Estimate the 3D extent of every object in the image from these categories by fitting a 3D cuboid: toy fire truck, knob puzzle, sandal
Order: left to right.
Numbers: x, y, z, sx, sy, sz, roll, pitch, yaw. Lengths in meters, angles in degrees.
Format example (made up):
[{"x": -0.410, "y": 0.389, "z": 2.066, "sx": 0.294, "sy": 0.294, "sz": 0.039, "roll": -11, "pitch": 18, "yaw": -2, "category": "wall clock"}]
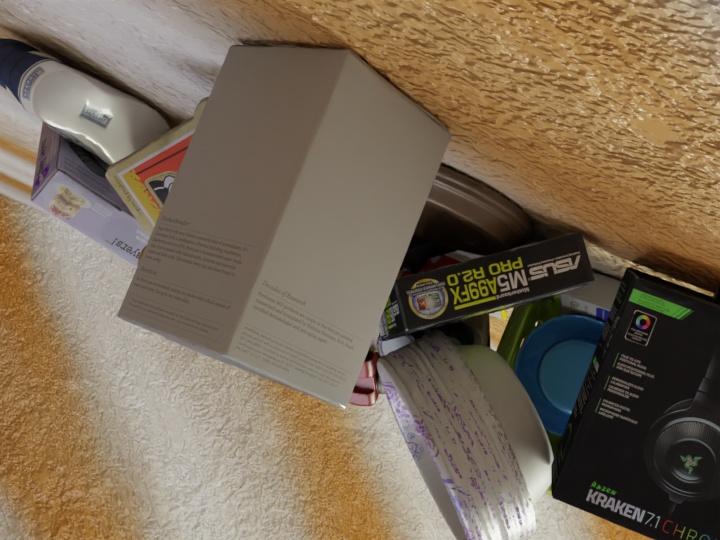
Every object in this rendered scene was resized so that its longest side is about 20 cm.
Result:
[{"x": -0.071, "y": -0.046, "z": 0.824, "sx": 0.218, "sy": 0.220, "sz": 0.031, "roll": 23, "pitch": -153, "yaw": -10, "category": "knob puzzle"}, {"x": -0.001, "y": 0.000, "z": 1.009, "sx": 0.199, "sy": 0.043, "sz": 0.076, "roll": -18, "pitch": -157, "yaw": -10, "category": "sandal"}, {"x": 0.053, "y": 0.106, "z": 1.127, "sx": 0.175, "sy": 0.129, "sz": 0.201, "roll": 1, "pitch": 123, "yaw": 14, "category": "toy fire truck"}]

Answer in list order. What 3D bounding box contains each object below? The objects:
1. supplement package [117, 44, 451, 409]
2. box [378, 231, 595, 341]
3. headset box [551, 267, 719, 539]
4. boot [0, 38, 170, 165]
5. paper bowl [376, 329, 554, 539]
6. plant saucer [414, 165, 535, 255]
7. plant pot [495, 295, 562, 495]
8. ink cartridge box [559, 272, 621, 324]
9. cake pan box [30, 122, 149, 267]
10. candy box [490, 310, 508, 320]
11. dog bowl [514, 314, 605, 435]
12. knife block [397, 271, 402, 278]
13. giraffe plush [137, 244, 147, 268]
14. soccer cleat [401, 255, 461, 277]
[{"x": -0.047, "y": -0.032, "z": 0.698, "sx": 0.121, "sy": 0.201, "sz": 0.120, "roll": 14, "pitch": 169, "yaw": 44, "category": "supplement package"}, {"x": 0.098, "y": 0.018, "z": 0.922, "sx": 0.159, "sy": 0.045, "sz": 0.200, "roll": -14, "pitch": 175, "yaw": -6, "category": "box"}, {"x": 0.266, "y": 0.109, "z": 0.837, "sx": 0.173, "sy": 0.201, "sz": 0.093, "roll": 21, "pitch": -172, "yaw": 7, "category": "headset box"}, {"x": -0.264, "y": -0.159, "z": 1.013, "sx": 0.090, "sy": 0.073, "sz": 0.200, "roll": 36, "pitch": 180, "yaw": 31, "category": "boot"}, {"x": 0.100, "y": 0.149, "z": 0.953, "sx": 0.202, "sy": 0.104, "sz": 0.201, "roll": 62, "pitch": 172, "yaw": 15, "category": "paper bowl"}, {"x": 0.052, "y": -0.058, "z": 0.904, "sx": 0.199, "sy": 0.030, "sz": 0.200, "roll": 22, "pitch": 174, "yaw": 3, "category": "plant saucer"}, {"x": 0.242, "y": 0.137, "z": 1.114, "sx": 0.199, "sy": 0.200, "sz": 0.181, "roll": 21, "pitch": 178, "yaw": 17, "category": "plant pot"}, {"x": 0.281, "y": 0.053, "z": 0.971, "sx": 0.199, "sy": 0.037, "sz": 0.095, "roll": 22, "pitch": 168, "yaw": 18, "category": "ink cartridge box"}, {"x": -0.237, "y": -0.080, "z": 1.089, "sx": 0.200, "sy": 0.052, "sz": 0.185, "roll": 35, "pitch": -157, "yaw": -31, "category": "cake pan box"}, {"x": 0.083, "y": 0.006, "z": 1.273, "sx": 0.199, "sy": 0.027, "sz": 0.102, "roll": 21, "pitch": 173, "yaw": 14, "category": "candy box"}, {"x": 0.242, "y": 0.115, "z": 0.988, "sx": 0.199, "sy": 0.112, "sz": 0.050, "roll": 21, "pitch": -179, "yaw": 13, "category": "dog bowl"}, {"x": -0.064, "y": -0.049, "z": 1.168, "sx": 0.199, "sy": 0.064, "sz": 0.175, "roll": 27, "pitch": 172, "yaw": -34, "category": "knife block"}, {"x": -0.117, "y": -0.031, "z": 0.930, "sx": 0.199, "sy": 0.162, "sz": 0.173, "roll": 27, "pitch": 164, "yaw": 45, "category": "giraffe plush"}, {"x": 0.057, "y": 0.023, "z": 1.207, "sx": 0.199, "sy": 0.069, "sz": 0.085, "roll": -1, "pitch": 156, "yaw": 29, "category": "soccer cleat"}]
